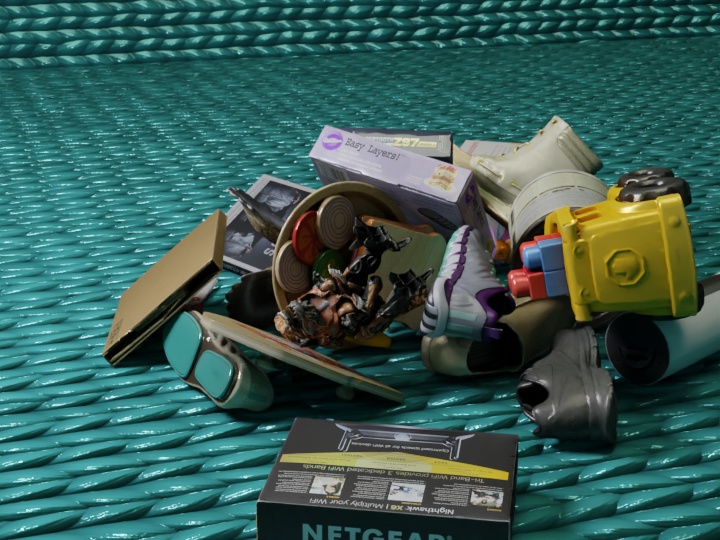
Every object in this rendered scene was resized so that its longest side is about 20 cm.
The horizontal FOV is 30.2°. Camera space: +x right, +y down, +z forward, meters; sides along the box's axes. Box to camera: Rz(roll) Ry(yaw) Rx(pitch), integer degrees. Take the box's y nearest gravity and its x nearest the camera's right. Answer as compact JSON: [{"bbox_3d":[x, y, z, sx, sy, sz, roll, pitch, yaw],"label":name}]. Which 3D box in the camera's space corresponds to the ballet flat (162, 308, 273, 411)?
[{"bbox_3d":[-0.147,0.098,1.371,0.062,0.068,0.200,23,9,-32],"label":"ballet flat"}]

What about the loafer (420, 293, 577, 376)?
[{"bbox_3d":[0.160,0.072,1.420,0.200,0.076,0.068,-20,27,-26],"label":"loafer"}]

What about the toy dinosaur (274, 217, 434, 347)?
[{"bbox_3d":[0.000,0.026,1.372,0.102,0.136,0.200,42,32,9],"label":"toy dinosaur"}]

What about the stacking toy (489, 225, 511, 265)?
[{"bbox_3d":[0.132,-0.033,1.720,0.199,0.110,0.116,10,-30,-26],"label":"stacking toy"}]

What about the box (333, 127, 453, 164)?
[{"bbox_3d":[0.043,-0.100,1.754,0.157,0.200,0.051,2,50,7],"label":"box"}]

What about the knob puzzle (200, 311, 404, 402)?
[{"bbox_3d":[-0.081,0.087,1.332,0.219,0.031,0.220,23,-1,0],"label":"knob puzzle"}]

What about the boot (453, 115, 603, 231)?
[{"bbox_3d":[0.203,-0.149,1.766,0.200,0.155,0.072,43,-1,20],"label":"boot"}]

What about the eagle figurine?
[{"bbox_3d":[-0.068,-0.013,1.539,0.199,0.151,0.152,3,27,-17],"label":"eagle figurine"}]

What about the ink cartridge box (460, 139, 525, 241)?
[{"bbox_3d":[0.209,-0.107,1.879,0.199,0.126,0.129,5,18,13],"label":"ink cartridge box"}]

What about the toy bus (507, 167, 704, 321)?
[{"bbox_3d":[0.245,-0.019,1.374,0.191,0.136,0.200,-11,12,7],"label":"toy bus"}]

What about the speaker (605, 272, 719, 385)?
[{"bbox_3d":[0.352,0.060,1.440,0.200,0.081,0.081,-17,25,-42],"label":"speaker"}]

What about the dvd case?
[{"bbox_3d":[-0.109,-0.051,1.741,0.200,0.025,0.150,19,60,46],"label":"dvd case"}]

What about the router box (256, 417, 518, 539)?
[{"bbox_3d":[0.028,0.182,1.096,0.199,0.052,0.157,3,19,9],"label":"router box"}]

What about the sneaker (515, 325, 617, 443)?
[{"bbox_3d":[0.195,0.108,1.309,0.090,0.076,0.200,-6,15,3],"label":"sneaker"}]

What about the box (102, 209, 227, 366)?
[{"bbox_3d":[-0.215,0.014,1.500,0.163,0.021,0.200,-41,16,9],"label":"box"}]

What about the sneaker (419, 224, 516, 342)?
[{"bbox_3d":[0.123,0.021,1.399,0.087,0.075,0.200,15,31,8],"label":"sneaker"}]

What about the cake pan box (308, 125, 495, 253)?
[{"bbox_3d":[0.048,-0.079,1.547,0.200,0.184,0.052,19,68,24],"label":"cake pan box"}]

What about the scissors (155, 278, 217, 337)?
[{"bbox_3d":[-0.206,0.040,1.595,0.073,0.014,0.200,-3,20,-4],"label":"scissors"}]

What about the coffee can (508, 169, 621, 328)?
[{"bbox_3d":[0.252,-0.029,1.604,0.146,0.147,0.200,2,18,5],"label":"coffee can"}]

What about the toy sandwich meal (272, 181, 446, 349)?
[{"bbox_3d":[0.000,0.000,1.450,0.205,0.206,0.070,-11,14,-32],"label":"toy sandwich meal"}]
